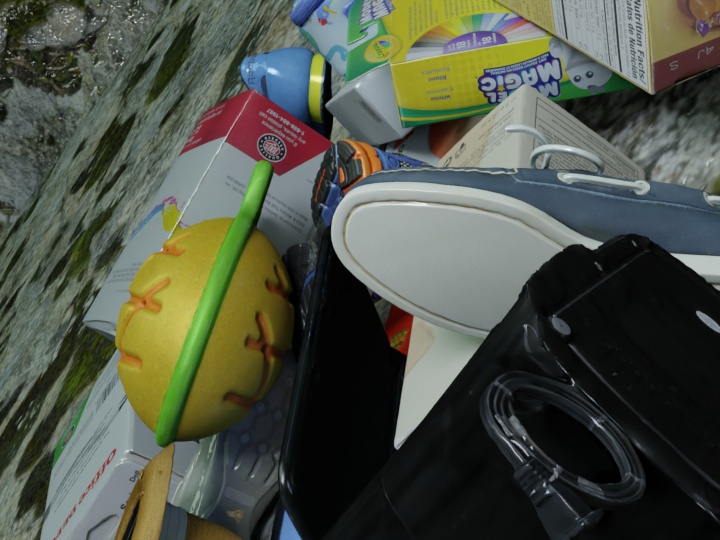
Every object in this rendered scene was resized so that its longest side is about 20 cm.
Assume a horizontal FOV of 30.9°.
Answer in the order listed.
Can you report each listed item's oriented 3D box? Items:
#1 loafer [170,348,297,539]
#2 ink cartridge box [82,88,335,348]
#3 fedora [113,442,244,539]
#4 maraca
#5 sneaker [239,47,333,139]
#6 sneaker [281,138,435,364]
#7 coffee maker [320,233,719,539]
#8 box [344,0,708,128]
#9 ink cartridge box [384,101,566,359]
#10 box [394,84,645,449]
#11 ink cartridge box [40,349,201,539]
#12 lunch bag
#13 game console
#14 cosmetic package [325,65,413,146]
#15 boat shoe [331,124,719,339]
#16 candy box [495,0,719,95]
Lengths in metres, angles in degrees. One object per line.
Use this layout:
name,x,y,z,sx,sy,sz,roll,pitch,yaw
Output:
loafer,-0.092,0.144,0.875,0.070,0.070,0.201,-5,55,56
ink cartridge box,-0.092,-0.007,0.988,0.201,0.145,0.144,-61,20,-13
fedora,-0.110,0.202,0.743,0.201,0.081,0.202,-162,90,-79
maraca,-0.091,0.019,0.823,0.137,0.106,0.201,119,170,-53
sneaker,-0.062,-0.125,1.089,0.200,0.078,0.066,87,-173,-69
sneaker,0.000,0.000,0.826,0.200,0.078,0.076,118,147,-51
coffee maker,0.045,0.098,0.460,0.200,0.191,0.135,-54,51,28
box,0.090,-0.139,0.751,0.199,0.049,0.118,-7,35,7
ink cartridge box,0.056,-0.043,0.847,0.162,0.050,0.201,-35,26,46
box,0.084,0.013,0.638,0.078,0.095,0.201,-41,24,39
ink cartridge box,-0.183,0.158,1.032,0.147,0.083,0.200,-54,20,18
lunch bag,0.040,-0.242,0.982,0.200,0.082,0.161,-42,9,22
game console,-0.036,0.109,0.733,0.176,0.116,0.201,-41,25,35
cosmetic package,0.053,-0.157,0.922,0.151,0.052,0.200,-46,7,-2
boat shoe,0.088,-0.013,0.535,0.062,0.199,0.075,-81,-3,-45
candy box,0.144,-0.167,0.682,0.116,0.057,0.200,-23,35,-13
